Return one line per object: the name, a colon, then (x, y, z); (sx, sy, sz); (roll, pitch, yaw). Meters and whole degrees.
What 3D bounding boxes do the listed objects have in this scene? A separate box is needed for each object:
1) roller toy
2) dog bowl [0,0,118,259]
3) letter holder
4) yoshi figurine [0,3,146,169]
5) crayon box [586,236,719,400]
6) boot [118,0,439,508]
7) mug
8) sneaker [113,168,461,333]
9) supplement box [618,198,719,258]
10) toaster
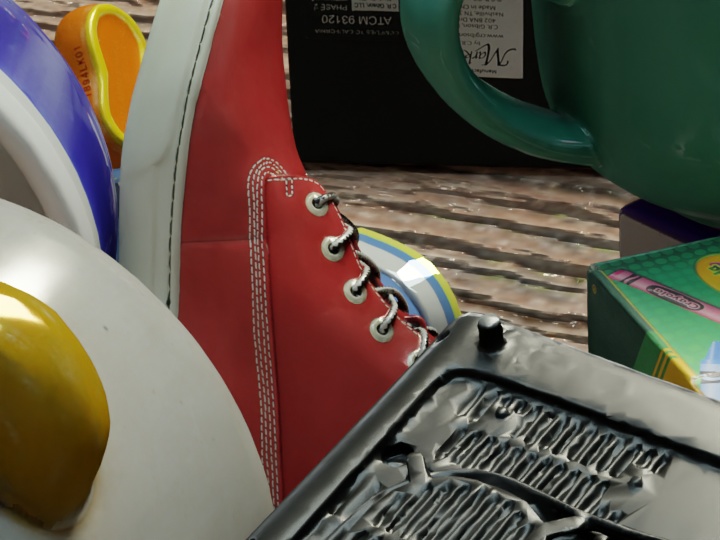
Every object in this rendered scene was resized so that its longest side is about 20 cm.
roller toy: (-0.123, 0.083, 0.748); (0.199, 0.183, 0.140); (-8, 23, 30)
dog bowl: (-0.174, -0.004, 0.901); (0.199, 0.201, 0.079); (-1, 26, 3)
letter holder: (0.080, -0.114, 1.192); (0.199, 0.101, 0.142); (2, 27, 9)
yoshi figurine: (-0.171, -0.047, 1.019); (0.199, 0.112, 0.112); (-23, 33, 35)
crayon box: (0.125, 0.086, 0.789); (0.058, 0.119, 0.200); (-12, 29, -16)
boot: (0.000, 0.000, 0.898); (0.144, 0.201, 0.072); (4, 1, 12)
mug: (0.112, -0.080, 0.892); (0.184, 0.115, 0.152); (0, 27, 10)
sneaker: (-0.064, 0.010, 1.001); (0.199, 0.074, 0.082); (16, 35, 33)
supplement box: (0.186, 0.007, 0.950); (0.199, 0.102, 0.103); (-22, 33, -33)
toaster: (0.045, 0.125, 0.619); (0.180, 0.119, 0.200); (19, 48, 32)
